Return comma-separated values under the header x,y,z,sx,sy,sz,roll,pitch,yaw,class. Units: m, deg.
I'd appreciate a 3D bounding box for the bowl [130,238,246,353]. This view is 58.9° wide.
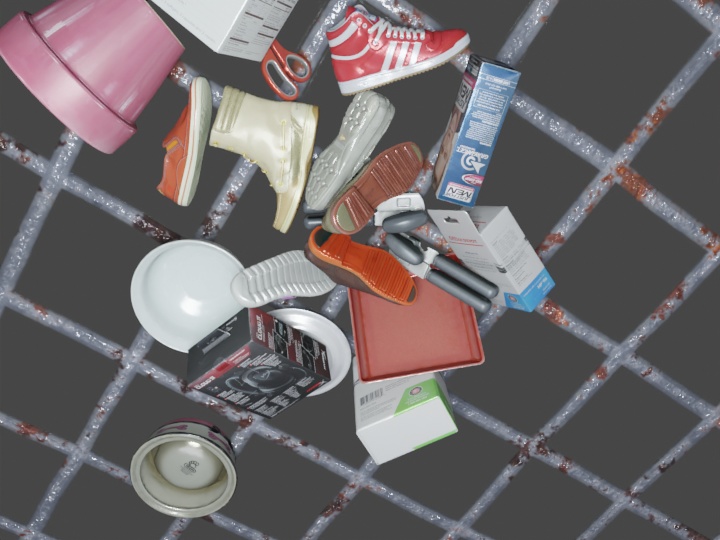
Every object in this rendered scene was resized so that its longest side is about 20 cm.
x,y,z,sx,sy,sz,roll,pitch,yaw,class
-0.265,0.028,1.047,0.199,0.091,0.203,-1,115,-1,bowl

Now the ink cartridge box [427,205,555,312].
x,y,z,sx,sy,sz,roll,pitch,yaw,class
0.204,-0.037,1.003,0.068,0.116,0.200,-43,112,-15,ink cartridge box

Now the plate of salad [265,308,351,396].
x,y,z,sx,sy,sz,roll,pitch,yaw,class
-0.115,0.143,1.125,0.198,0.048,0.202,2,124,2,plate of salad

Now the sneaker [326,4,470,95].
x,y,z,sx,sy,sz,roll,pitch,yaw,class
0.048,-0.332,0.899,0.198,0.071,0.113,-17,117,9,sneaker

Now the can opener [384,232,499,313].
x,y,z,sx,sy,sz,roll,pitch,yaw,class
0.124,0.003,1.022,0.199,0.066,0.053,31,114,18,can opener

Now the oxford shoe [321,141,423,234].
x,y,z,sx,sy,sz,roll,pitch,yaw,class
0.014,-0.129,0.969,0.200,0.074,0.071,-41,109,-24,oxford shoe

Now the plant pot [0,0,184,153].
x,y,z,sx,sy,sz,roll,pitch,yaw,class
-0.345,-0.292,0.859,0.179,0.200,0.200,-42,109,0,plant pot

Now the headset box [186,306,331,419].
x,y,z,sx,sy,sz,roll,pitch,yaw,class
-0.169,0.149,1.025,0.148,0.078,0.200,-36,133,23,headset box

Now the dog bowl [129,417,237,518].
x,y,z,sx,sy,sz,roll,pitch,yaw,class
-0.328,0.368,1.210,0.198,0.074,0.202,0,114,0,dog bowl

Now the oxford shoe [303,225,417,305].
x,y,z,sx,sy,sz,roll,pitch,yaw,class
0.000,0.000,1.033,0.199,0.071,0.073,33,147,-6,oxford shoe

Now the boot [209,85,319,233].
x,y,z,sx,sy,sz,roll,pitch,yaw,class
-0.154,-0.166,0.970,0.154,0.073,0.202,12,112,-7,boot

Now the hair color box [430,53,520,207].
x,y,z,sx,sy,sz,roll,pitch,yaw,class
0.164,-0.206,0.942,0.060,0.100,0.202,13,113,-6,hair color box

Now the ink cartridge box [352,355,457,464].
x,y,z,sx,sy,sz,roll,pitch,yaw,class
0.068,0.203,1.072,0.145,0.200,0.084,-26,115,11,ink cartridge box

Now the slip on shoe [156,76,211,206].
x,y,z,sx,sy,sz,roll,pitch,yaw,class
-0.266,-0.194,0.960,0.061,0.074,0.201,18,118,-6,slip on shoe

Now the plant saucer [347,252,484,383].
x,y,z,sx,sy,sz,roll,pitch,yaw,class
0.085,0.080,1.044,0.198,0.201,0.037,-10,151,3,plant saucer

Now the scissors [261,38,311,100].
x,y,z,sx,sy,sz,roll,pitch,yaw,class
-0.145,-0.335,0.905,0.073,0.014,0.200,-48,111,-21,scissors

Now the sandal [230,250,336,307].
x,y,z,sx,sy,sz,roll,pitch,yaw,class
-0.126,0.015,1.020,0.050,0.202,0.083,-37,70,44,sandal

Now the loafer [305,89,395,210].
x,y,z,sx,sy,sz,roll,pitch,yaw,class
-0.015,-0.174,0.968,0.069,0.070,0.201,16,117,-44,loafer

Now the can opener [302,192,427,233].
x,y,z,sx,sy,sz,roll,pitch,yaw,class
0.006,-0.089,1.010,0.198,0.067,0.054,-3,114,0,can opener

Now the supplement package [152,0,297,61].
x,y,z,sx,sy,sz,roll,pitch,yaw,class
-0.156,-0.399,0.803,0.151,0.151,0.200,38,109,2,supplement package
